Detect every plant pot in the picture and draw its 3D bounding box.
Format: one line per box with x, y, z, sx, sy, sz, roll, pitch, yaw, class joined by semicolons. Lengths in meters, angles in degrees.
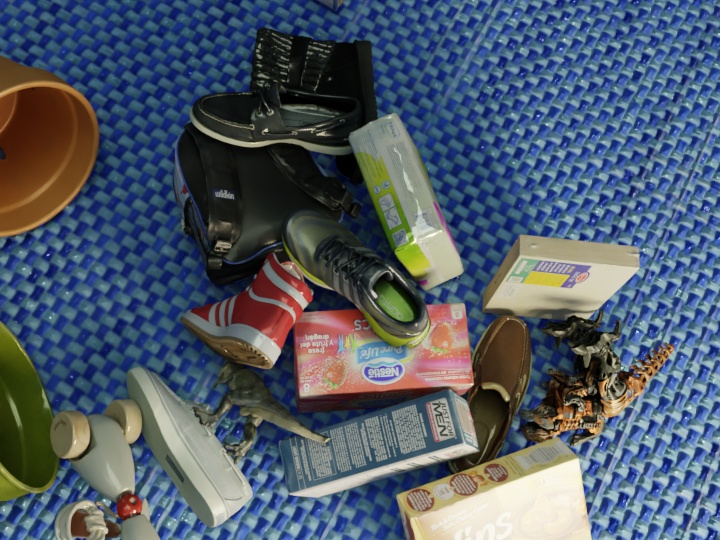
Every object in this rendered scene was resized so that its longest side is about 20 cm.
-0.426;-0.161;1.100;0.139;0.201;0.200;38;72;26;plant pot
-0.451;0.173;0.988;0.190;0.201;0.204;-23;74;1;plant pot

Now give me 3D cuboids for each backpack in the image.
-0.130;-0.092;1.107;0.197;0.154;0.193;-18;76;-27;backpack

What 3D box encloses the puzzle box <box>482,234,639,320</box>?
0.221;0.013;1.073;0.130;0.201;0.026;6;70;-3;puzzle box

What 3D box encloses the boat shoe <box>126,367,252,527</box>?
-0.191;0.188;1.061;0.071;0.070;0.202;-25;70;-35;boat shoe

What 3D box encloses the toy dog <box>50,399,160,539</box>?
-0.277;0.237;1.014;0.130;0.096;0.203;20;42;-32;toy dog

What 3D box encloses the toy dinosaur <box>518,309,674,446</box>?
0.271;0.127;1.105;0.198;0.101;0.138;-28;107;-30;toy dinosaur

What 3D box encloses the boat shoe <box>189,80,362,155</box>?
-0.089;-0.178;1.052;0.195;0.067;0.076;10;49;-13;boat shoe

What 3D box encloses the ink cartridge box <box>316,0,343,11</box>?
-0.034;-0.474;1.283;0.135;0.077;0.202;32;74;6;ink cartridge box

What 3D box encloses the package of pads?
0.056;-0.077;1.090;0.067;0.200;0.157;-23;73;6;package of pads

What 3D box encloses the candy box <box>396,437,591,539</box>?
0.147;0.273;1.029;0.196;0.055;0.118;-17;108;-9;candy box

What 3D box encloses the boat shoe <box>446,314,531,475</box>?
0.158;0.142;1.090;0.073;0.075;0.206;17;71;2;boat shoe

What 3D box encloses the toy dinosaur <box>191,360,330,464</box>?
-0.124;0.154;1.023;0.088;0.048;0.199;-36;41;-21;toy dinosaur

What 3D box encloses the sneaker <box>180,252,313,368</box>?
-0.123;0.040;1.049;0.071;0.198;0.113;43;71;-29;sneaker

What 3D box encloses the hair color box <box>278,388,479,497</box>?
0.022;0.189;1.020;0.196;0.100;0.062;-18;72;12;hair color box

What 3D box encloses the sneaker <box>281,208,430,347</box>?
0.000;0.000;1.007;0.199;0.081;0.074;37;74;1;sneaker

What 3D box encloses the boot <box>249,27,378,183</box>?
-0.063;-0.207;1.187;0.154;0.080;0.215;3;61;-11;boot

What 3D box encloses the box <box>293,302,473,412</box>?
0.021;0.102;1.081;0.195;0.103;0.097;-3;72;-7;box
